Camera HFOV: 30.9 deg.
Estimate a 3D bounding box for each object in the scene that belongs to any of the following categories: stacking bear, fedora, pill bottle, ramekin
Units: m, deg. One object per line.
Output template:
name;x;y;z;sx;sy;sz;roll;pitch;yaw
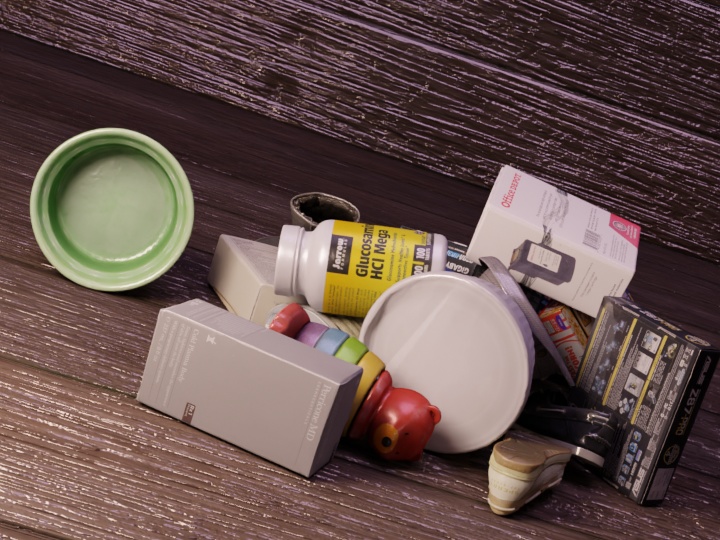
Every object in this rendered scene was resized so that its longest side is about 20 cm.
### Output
stacking bear;-0.013;0.131;1.388;0.199;0.122;0.114;30;21;8
fedora;0.171;0.079;1.568;0.177;0.090;0.200;58;1;42
pill bottle;0.000;0.000;1.568;0.199;0.113;0.112;7;13;0
ramekin;0.104;0.095;1.462;0.201;0.203;0.094;23;16;17
ramekin;-0.310;-0.080;1.640;0.199;0.201;0.098;16;5;-10

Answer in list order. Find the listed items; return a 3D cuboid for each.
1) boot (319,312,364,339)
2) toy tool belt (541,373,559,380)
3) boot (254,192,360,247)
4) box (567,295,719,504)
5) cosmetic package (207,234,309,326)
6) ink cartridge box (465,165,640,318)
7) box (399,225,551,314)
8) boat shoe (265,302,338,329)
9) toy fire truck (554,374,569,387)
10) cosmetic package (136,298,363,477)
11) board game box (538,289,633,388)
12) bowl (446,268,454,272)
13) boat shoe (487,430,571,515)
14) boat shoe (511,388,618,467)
boot;0.048;0.113;1.602;0.154;0.072;0.200;-14;56;-43
toy tool belt;0.269;0.095;1.873;0.199;0.125;0.123;9;-28;43
boot;-0.085;-0.046;1.845;0.181;0.073;0.200;4;-18;5
box;0.323;0.152;1.549;0.049;0.201;0.161;6;17;-39
cosmetic package;-0.125;0.025;1.729;0.103;0.073;0.200;13;13;-24
ink cartridge box;0.247;-0.037;1.663;0.199;0.085;0.145;25;29;3
box;0.160;0.007;1.786;0.159;0.046;0.200;21;-4;46
boat shoe;-0.062;0.091;1.545;0.071;0.070;0.201;9;17;-44
toy fire truck;0.375;0.124;1.966;0.199;0.129;0.176;25;7;-34
cosmetic package;-0.109;0.114;1.302;0.199;0.107;0.090;21;12;17
board game box;0.315;0.083;1.725;0.152;0.046;0.200;60;35;-6
bowl;0.085;0.017;1.722;0.200;0.040;0.201;25;-6;3
boat shoe;0.180;0.219;1.417;0.073;0.063;0.201;18;6;16
boat shoe;0.224;0.176;1.575;0.072;0.068;0.200;25;-5;-41
